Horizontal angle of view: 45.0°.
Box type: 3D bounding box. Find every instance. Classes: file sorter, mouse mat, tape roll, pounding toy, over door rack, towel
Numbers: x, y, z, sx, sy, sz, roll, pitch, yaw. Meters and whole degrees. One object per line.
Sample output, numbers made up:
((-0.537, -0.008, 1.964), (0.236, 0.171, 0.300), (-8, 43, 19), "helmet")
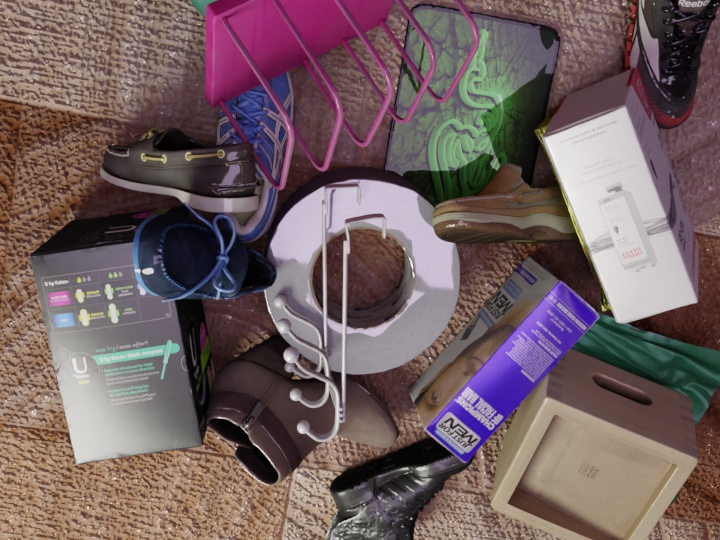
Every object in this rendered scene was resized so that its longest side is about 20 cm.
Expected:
((-0.017, -0.178, 0.750), (0.199, 0.139, 0.126), (-31, 79, -19), "file sorter")
((0.111, -0.157, 0.887), (0.159, 0.008, 0.203), (7, 104, -8), "mouse mat")
((0.000, 0.000, 0.882), (0.197, 0.066, 0.203), (-1, 106, -5), "tape roll")
((0.258, 0.198, 0.921), (0.198, 0.143, 0.186), (22, 122, 4), "pounding toy")
((-0.037, 0.027, 0.777), (0.066, 0.148, 0.203), (9, 105, -12), "over door rack")
((0.225, -0.064, 0.885), (0.018, 0.086, 0.202), (-17, 105, 27), "towel")

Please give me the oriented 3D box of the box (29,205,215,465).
((-0.217, 0.055, 0.832), (0.123, 0.149, 0.203), (-8, 105, -2), "box")

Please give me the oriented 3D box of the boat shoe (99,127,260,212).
((-0.167, -0.100, 0.796), (0.200, 0.071, 0.061), (16, 109, 36), "boat shoe")

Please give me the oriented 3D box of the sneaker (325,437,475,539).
((0.043, 0.260, 0.960), (0.198, 0.060, 0.105), (-20, 104, 5), "sneaker")

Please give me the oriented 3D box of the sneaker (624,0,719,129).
((0.302, -0.235, 0.841), (0.070, 0.098, 0.203), (-8, 106, -6), "sneaker")

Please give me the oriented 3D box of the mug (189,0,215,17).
((-0.107, -0.282, 0.758), (0.152, 0.114, 0.185), (41, 91, -1), "mug")

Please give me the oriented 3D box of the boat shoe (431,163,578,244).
((0.141, -0.067, 0.853), (0.199, 0.071, 0.077), (0, 86, -46), "boat shoe")

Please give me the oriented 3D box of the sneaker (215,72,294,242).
((-0.102, -0.123, 0.837), (0.075, 0.077, 0.203), (2, 101, -5), "sneaker")

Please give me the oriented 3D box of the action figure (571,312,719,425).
((0.288, 0.097, 0.945), (0.198, 0.055, 0.119), (26, 102, -4), "action figure")

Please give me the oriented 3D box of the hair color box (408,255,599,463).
((0.142, 0.088, 0.899), (0.065, 0.109, 0.201), (38, 97, -13), "hair color box")

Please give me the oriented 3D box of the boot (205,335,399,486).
((-0.061, 0.157, 0.872), (0.199, 0.147, 0.070), (35, 127, -4), "boot")

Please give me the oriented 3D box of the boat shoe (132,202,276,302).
((-0.126, -0.014, 0.750), (0.068, 0.200, 0.085), (2, 92, 14), "boat shoe")

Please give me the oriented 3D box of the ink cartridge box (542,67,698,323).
((0.259, -0.074, 0.844), (0.082, 0.147, 0.202), (-18, 107, 28), "ink cartridge box")
